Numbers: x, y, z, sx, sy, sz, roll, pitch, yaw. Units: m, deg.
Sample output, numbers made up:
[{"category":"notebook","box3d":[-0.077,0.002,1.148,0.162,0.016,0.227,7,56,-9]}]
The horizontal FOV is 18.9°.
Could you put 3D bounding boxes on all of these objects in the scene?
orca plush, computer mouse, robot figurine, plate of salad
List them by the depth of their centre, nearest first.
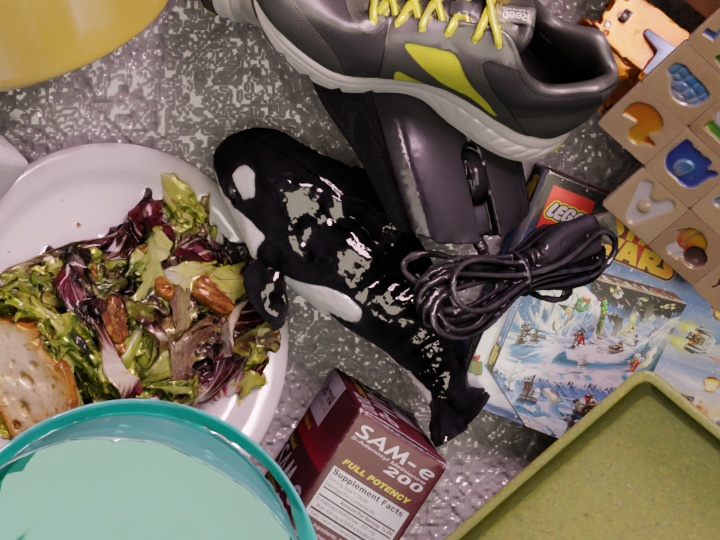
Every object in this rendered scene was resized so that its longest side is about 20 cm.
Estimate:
[{"category":"computer mouse","box3d":[0.047,-0.071,1.121,0.138,0.053,0.201,-21,72,-37]},{"category":"plate of salad","box3d":[-0.121,0.031,1.130,0.199,0.048,0.202,4,81,-29]},{"category":"orca plush","box3d":[0.000,0.000,1.134,0.105,0.071,0.201,-25,82,-24]},{"category":"robot figurine","box3d":[0.192,-0.064,1.149,0.200,0.145,0.058,40,83,-3]}]

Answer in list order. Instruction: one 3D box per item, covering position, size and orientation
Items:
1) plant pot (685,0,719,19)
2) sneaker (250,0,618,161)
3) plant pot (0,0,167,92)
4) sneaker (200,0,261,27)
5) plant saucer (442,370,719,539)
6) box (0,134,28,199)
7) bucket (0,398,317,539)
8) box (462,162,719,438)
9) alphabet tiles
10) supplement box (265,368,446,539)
[{"category":"plant pot","box3d":[0.231,-0.188,1.118,0.183,0.200,0.201,32,94,-1]},{"category":"sneaker","box3d":[0.040,-0.123,1.057,0.199,0.084,0.075,19,61,-27]},{"category":"plant pot","box3d":[-0.182,-0.199,1.048,0.199,0.201,0.190,-22,119,-4]},{"category":"sneaker","box3d":[-0.017,-0.217,1.100,0.076,0.075,0.201,21,108,4]},{"category":"plant saucer","box3d":[0.161,0.160,1.197,0.200,0.048,0.200,39,118,-13]},{"category":"box","box3d":[-0.292,-0.072,1.013,0.200,0.199,0.131,40,94,9]},{"category":"bucket","box3d":[-0.114,0.164,1.038,0.205,0.135,0.209,0,96,-3]},{"category":"box","box3d":[0.163,0.040,1.210,0.199,0.040,0.138,22,97,-12]},{"category":"alphabet tiles","box3d":[0.221,-0.060,1.072,0.166,0.006,0.200,40,125,-9]},{"category":"supplement box","box3d":[-0.038,0.160,1.164,0.061,0.109,0.201,33,93,-11]}]
